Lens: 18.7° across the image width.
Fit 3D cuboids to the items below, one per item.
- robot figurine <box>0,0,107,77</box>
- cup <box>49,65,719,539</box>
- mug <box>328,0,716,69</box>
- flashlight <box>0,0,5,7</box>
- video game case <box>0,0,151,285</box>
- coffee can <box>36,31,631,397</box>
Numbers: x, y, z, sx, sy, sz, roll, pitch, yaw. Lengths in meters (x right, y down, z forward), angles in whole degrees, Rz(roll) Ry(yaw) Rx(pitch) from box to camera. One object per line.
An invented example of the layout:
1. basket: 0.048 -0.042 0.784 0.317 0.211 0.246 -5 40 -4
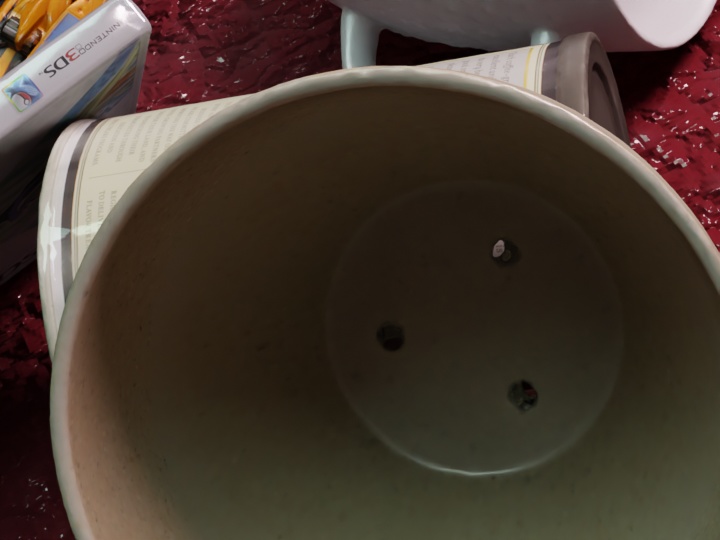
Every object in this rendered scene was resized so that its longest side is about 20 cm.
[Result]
1. robot figurine: -0.191 -0.112 1.017 0.145 0.058 0.200 30 72 9
2. cup: 0.024 0.032 0.662 0.200 0.201 0.143 -8 9 13
3. mug: 0.051 -0.144 0.951 0.175 0.148 0.201 3 79 34
4. flashlight: -0.182 -0.224 1.154 0.068 0.068 0.200 -2 48 12
5. video game case: -0.164 -0.015 0.872 0.182 0.200 0.022 -39 83 -18
6. coffee can: 0.000 0.000 0.811 0.199 0.147 0.147 -8 45 13
